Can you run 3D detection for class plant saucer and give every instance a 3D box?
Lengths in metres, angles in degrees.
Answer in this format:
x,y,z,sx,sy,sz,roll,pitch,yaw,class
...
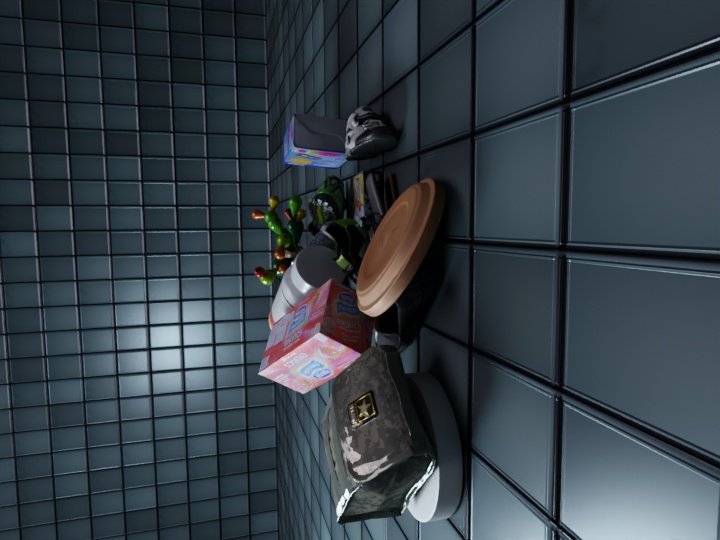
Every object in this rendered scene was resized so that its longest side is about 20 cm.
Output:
x,y,z,sx,sy,sz,roll,pitch,yaw,class
0.045,-0.035,0.689,0.201,0.032,0.201,-57,14,23,plant saucer

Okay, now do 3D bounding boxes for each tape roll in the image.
x,y,z,sx,sy,sz,roll,pitch,yaw,class
0.087,0.249,0.732,0.203,0.037,0.206,177,90,-75,tape roll

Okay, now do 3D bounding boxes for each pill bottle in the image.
x,y,z,sx,sy,sz,roll,pitch,yaw,class
-0.099,0.049,0.940,0.201,0.108,0.111,121,145,-49,pill bottle

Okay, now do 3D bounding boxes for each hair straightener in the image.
x,y,z,sx,sy,sz,roll,pitch,yaw,class
0.028,-0.066,0.829,0.041,0.076,0.202,135,131,-67,hair straightener

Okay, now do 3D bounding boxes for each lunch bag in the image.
x,y,z,sx,sy,sz,roll,pitch,yaw,class
0.020,0.221,0.695,0.165,0.116,0.201,-108,28,-44,lunch bag

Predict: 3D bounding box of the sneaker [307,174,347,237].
x,y,z,sx,sy,sz,roll,pitch,yaw,class
-0.056,-0.114,1.032,0.086,0.077,0.200,-62,-5,-24,sneaker

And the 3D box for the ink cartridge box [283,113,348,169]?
x,y,z,sx,sy,sz,roll,pitch,yaw,class
-0.100,-0.283,1.153,0.200,0.135,0.077,-174,88,-74,ink cartridge box

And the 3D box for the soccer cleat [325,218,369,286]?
x,y,z,sx,sy,sz,roll,pitch,yaw,class
0.000,0.000,0.859,0.067,0.081,0.201,-43,64,37,soccer cleat

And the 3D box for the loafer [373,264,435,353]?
x,y,z,sx,sy,sz,roll,pitch,yaw,class
0.045,0.070,0.758,0.073,0.072,0.201,44,143,28,loafer

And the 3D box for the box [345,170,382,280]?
x,y,z,sx,sy,sz,roll,pitch,yaw,class
0.006,-0.080,0.975,0.136,0.037,0.203,-173,81,-75,box

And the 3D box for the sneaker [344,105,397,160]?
x,y,z,sx,sy,sz,roll,pitch,yaw,class
0.009,-0.244,0.882,0.200,0.073,0.090,-157,64,-72,sneaker

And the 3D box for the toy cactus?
x,y,z,sx,sy,sz,roll,pitch,yaw,class
-0.150,-0.045,1.006,0.165,0.101,0.202,60,-150,-53,toy cactus

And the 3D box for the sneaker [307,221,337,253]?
x,y,z,sx,sy,sz,roll,pitch,yaw,class
-0.081,-0.018,1.021,0.077,0.085,0.201,39,156,16,sneaker

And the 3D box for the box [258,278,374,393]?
x,y,z,sx,sy,sz,roll,pitch,yaw,class
-0.072,0.112,0.827,0.200,0.094,0.103,-37,32,43,box
